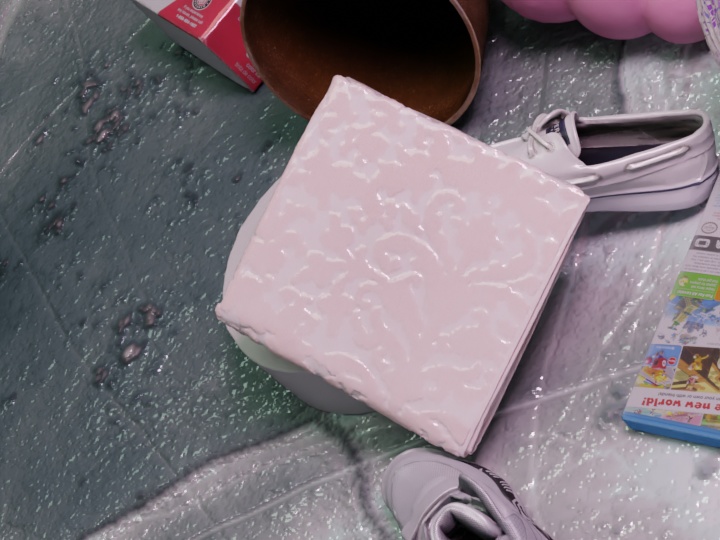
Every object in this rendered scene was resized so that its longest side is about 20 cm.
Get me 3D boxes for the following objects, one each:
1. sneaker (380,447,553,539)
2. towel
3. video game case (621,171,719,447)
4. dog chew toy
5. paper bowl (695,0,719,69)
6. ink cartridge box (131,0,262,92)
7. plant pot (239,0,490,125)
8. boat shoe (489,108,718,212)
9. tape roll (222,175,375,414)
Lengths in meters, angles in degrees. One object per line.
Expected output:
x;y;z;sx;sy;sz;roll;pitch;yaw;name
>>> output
0.060;0.154;1.049;0.075;0.115;0.200;-48;43;-2;sneaker
0.027;-0.006;1.130;0.200;0.032;0.191;28;96;17;towel
0.259;0.019;1.064;0.143;0.018;0.200;9;66;41;video game case
0.182;-0.223;1.227;0.200;0.125;0.125;28;78;30;dog chew toy
0.298;-0.160;1.051;0.104;0.200;0.201;130;159;-63;paper bowl
-0.089;-0.274;1.496;0.200;0.086;0.148;-49;43;-4;ink cartridge box
0.027;-0.234;1.331;0.187;0.187;0.200;-11;39;32;plant pot
0.137;-0.077;1.145;0.199;0.065;0.074;-7;42;5;boat shoe
0.000;0.000;1.241;0.202;0.071;0.203;-20;49;25;tape roll
